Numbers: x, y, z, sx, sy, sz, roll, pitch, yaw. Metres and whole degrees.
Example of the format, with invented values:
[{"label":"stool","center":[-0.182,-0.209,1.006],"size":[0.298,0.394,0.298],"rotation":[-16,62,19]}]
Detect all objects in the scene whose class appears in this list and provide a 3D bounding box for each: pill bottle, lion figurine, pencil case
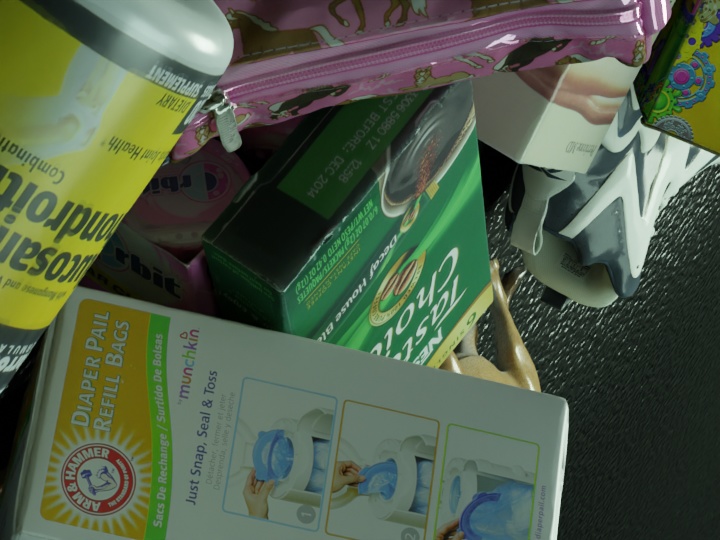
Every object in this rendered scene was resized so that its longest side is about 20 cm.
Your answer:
[{"label":"pill bottle","center":[-0.136,-0.023,0.922],"size":[0.200,0.112,0.112],"rotation":[-54,161,11]},{"label":"lion figurine","center":[0.051,0.065,1.473],"size":[0.072,0.123,0.200],"rotation":[-25,176,36]},{"label":"pencil case","center":[0.008,-0.095,1.072],"size":[0.199,0.087,0.083],"rotation":[-13,165,-9]}]

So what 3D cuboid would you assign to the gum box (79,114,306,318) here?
[{"label":"gum box","center":[-0.031,-0.045,1.212],"size":[0.200,0.066,0.114],"rotation":[-46,157,-30]}]

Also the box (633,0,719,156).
[{"label":"box","center":[0.223,-0.164,1.455],"size":[0.200,0.121,0.194],"rotation":[-83,-164,-69]}]

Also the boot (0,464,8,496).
[{"label":"boot","center":[-0.121,0.119,1.181],"size":[0.200,0.075,0.074],"rotation":[-55,163,-34]}]

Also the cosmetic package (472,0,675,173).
[{"label":"cosmetic package","center":[0.098,-0.152,1.335],"size":[0.201,0.087,0.103],"rotation":[-63,160,11]}]

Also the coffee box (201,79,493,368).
[{"label":"coffee box","center":[0.000,0.000,1.185],"size":[0.123,0.044,0.200],"rotation":[-50,159,-20]}]

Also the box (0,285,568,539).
[{"label":"box","center":[-0.035,0.092,1.125],"size":[0.113,0.199,0.102],"rotation":[122,-21,-61]}]

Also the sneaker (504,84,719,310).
[{"label":"sneaker","center":[0.133,-0.041,1.561],"size":[0.199,0.079,0.130],"rotation":[3,109,-67]}]
